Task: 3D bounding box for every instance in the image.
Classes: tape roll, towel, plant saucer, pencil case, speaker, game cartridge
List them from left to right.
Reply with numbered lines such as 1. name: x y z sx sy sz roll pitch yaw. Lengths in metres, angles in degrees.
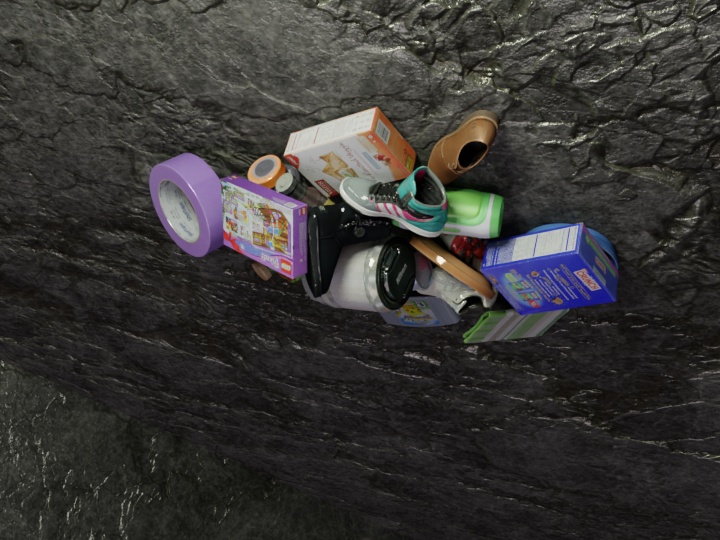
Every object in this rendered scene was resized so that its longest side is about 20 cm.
1. tape roll: -0.338 -0.130 1.617 0.200 0.066 0.201 32 139 33
2. pencil case: 0.057 0.014 1.750 0.200 0.083 0.091 -11 122 35
3. game cartridge: 0.129 0.085 1.883 0.199 0.041 0.133 -3 148 29
4. speaker: 0.161 -0.110 1.499 0.199 0.089 0.089 8 148 14
5. plant saucer: 0.185 -0.012 1.602 0.200 0.032 0.200 34 -173 -5
6. towel: 0.336 0.110 1.756 0.199 0.031 0.149 -3 152 -21

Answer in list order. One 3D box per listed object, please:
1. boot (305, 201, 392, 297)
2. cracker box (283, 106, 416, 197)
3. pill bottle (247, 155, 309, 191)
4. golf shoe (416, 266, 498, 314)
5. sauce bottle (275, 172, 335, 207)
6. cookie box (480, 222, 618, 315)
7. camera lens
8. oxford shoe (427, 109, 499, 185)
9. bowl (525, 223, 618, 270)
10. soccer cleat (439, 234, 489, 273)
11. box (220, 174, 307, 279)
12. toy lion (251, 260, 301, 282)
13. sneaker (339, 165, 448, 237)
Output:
1. boot: -0.023 -0.048 1.512 0.168 0.076 0.201 -13 126 -16
2. cracker box: -0.019 -0.207 1.450 0.200 0.058 0.134 -9 144 36
3. pill bottle: -0.143 -0.135 1.581 0.106 0.106 0.200 -2 144 27
4. golf shoe: 0.198 0.046 1.727 0.199 0.097 0.078 -3 146 30
5. sauce bottle: -0.084 -0.113 1.522 0.066 0.066 0.200 -10 149 36
6. cookie box: 0.358 0.002 1.524 0.200 0.075 0.171 -11 140 38
7. camera lens: 0.000 0.000 1.639 0.200 0.160 0.160 5 149 35
8. oxford shoe: 0.165 -0.192 1.382 0.071 0.071 0.200 21 151 -12
9. bowl: 0.399 -0.023 1.578 0.200 0.039 0.201 11 149 7
10. soccer cleat: 0.228 -0.041 1.610 0.200 0.069 0.085 23 -166 -46
11. box: -0.178 -0.083 1.484 0.200 0.039 0.137 25 125 36
12. toy lion: -0.190 -0.060 1.603 0.200 0.069 0.192 52 160 -9
13. sneaker: 0.066 -0.136 1.399 0.199 0.084 0.121 21 146 -1
